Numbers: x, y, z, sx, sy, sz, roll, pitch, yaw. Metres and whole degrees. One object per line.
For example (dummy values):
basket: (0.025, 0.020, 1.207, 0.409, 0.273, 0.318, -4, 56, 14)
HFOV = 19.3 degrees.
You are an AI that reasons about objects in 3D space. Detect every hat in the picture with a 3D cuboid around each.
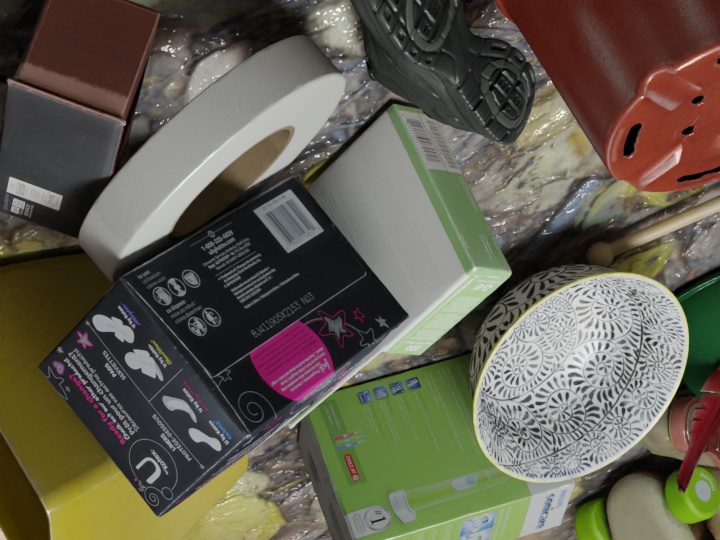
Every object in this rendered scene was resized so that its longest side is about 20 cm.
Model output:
hat: (0.349, 0.110, 1.887, 0.199, 0.177, 0.166, -24, 150, 3)

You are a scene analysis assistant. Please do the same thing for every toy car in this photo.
toy car: (0.353, 0.261, 2.183, 0.199, 0.159, 0.164, -19, 175, -42)

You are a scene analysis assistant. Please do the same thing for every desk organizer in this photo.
desk organizer: (-0.175, -0.095, 1.299, 0.071, 0.077, 0.200, 19, 158, -5)

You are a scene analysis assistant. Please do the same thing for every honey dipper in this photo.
honey dipper: (0.278, -0.047, 1.732, 0.199, 0.038, 0.038, -25, 150, 6)

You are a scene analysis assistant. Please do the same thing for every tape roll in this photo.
tape roll: (-0.094, -0.068, 1.350, 0.203, 0.037, 0.203, -42, 173, -7)

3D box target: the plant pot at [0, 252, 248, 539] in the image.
plant pot: (-0.185, 0.102, 1.512, 0.176, 0.200, 0.201, -25, 152, -20)

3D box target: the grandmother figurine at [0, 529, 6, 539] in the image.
grandmother figurine: (-0.251, 0.194, 1.735, 0.198, 0.061, 0.121, -7, 155, -21)

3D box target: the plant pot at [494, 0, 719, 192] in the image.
plant pot: (0.182, -0.168, 1.310, 0.199, 0.196, 0.201, -16, 150, -10)

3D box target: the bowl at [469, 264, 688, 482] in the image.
bowl: (0.162, 0.067, 1.749, 0.199, 0.094, 0.202, -14, 125, -21)

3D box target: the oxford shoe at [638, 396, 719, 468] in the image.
oxford shoe: (0.320, 0.154, 2.075, 0.074, 0.071, 0.200, -1, 166, 28)

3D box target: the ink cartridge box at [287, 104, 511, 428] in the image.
ink cartridge box: (0.000, 0.000, 1.504, 0.048, 0.146, 0.200, 6, 140, -47)

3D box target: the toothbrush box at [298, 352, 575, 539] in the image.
toothbrush box: (0.062, 0.165, 1.813, 0.199, 0.146, 0.086, -16, 150, -13)

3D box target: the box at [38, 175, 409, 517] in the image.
box: (-0.088, 0.046, 1.383, 0.115, 0.132, 0.200, -43, 174, 38)

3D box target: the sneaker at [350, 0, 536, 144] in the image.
sneaker: (0.031, -0.149, 1.357, 0.090, 0.076, 0.200, 8, 150, 42)
